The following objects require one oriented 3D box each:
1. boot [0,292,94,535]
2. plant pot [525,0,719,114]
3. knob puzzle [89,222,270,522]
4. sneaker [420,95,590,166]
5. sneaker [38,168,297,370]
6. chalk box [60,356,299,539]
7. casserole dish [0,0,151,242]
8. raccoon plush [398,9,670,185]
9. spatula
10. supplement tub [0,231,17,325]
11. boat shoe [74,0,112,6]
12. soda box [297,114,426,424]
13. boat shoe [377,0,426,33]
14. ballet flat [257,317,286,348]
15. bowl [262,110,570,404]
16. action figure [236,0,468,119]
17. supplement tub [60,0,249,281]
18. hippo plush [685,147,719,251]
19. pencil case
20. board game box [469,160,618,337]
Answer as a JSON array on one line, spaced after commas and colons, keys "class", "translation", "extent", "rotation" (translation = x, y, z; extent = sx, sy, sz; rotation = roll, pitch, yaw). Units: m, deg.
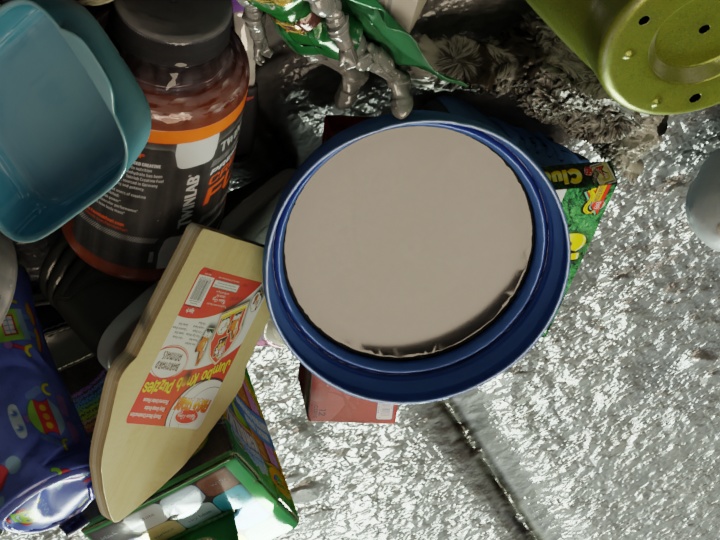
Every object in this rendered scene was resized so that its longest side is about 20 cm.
[{"class": "boot", "translation": [-0.245, 0.107, 1.535], "extent": [0.203, 0.154, 0.074], "rotation": [-19, 145, -1]}, {"class": "plant pot", "translation": [0.165, -0.200, 1.311], "extent": [0.200, 0.193, 0.201], "rotation": [-13, 144, -10]}, {"class": "knob puzzle", "translation": [-0.124, 0.066, 1.445], "extent": [0.220, 0.030, 0.220], "rotation": [-52, 160, -29]}, {"class": "sneaker", "translation": [0.107, -0.078, 1.556], "extent": [0.078, 0.066, 0.200], "rotation": [-37, 143, 7]}, {"class": "sneaker", "translation": [-0.130, -0.025, 1.502], "extent": [0.200, 0.099, 0.071], "rotation": [-41, 155, -28]}, {"class": "chalk box", "translation": [-0.130, 0.140, 1.595], "extent": [0.125, 0.200, 0.124], "rotation": [-26, 144, 7]}, {"class": "casserole dish", "translation": [-0.186, -0.092, 1.325], "extent": [0.039, 0.121, 0.200], "rotation": [-35, -177, -37]}, {"class": "raccoon plush", "translation": [0.123, -0.123, 1.509], "extent": [0.199, 0.097, 0.134], "rotation": [8, 152, 1]}, {"class": "spatula", "translation": [-0.074, -0.131, 1.426], "extent": [0.056, 0.021, 0.200], "rotation": [-10, 143, -14]}, {"class": "supplement tub", "translation": [-0.311, -0.022, 1.364], "extent": [0.122, 0.123, 0.200], "rotation": [-32, 143, 15]}, {"class": "boat shoe", "translation": [-0.089, -0.210, 1.276], "extent": [0.200, 0.071, 0.063], "rotation": [-27, 155, 0]}, {"class": "soda box", "translation": [0.000, 0.000, 1.518], "extent": [0.063, 0.070, 0.201], "rotation": [3, 114, -9]}, {"class": "boat shoe", "translation": [0.011, -0.190, 1.334], "extent": [0.200, 0.068, 0.072], "rotation": [47, 67, -83]}, {"class": "ballet flat", "translation": [-0.014, 0.012, 1.598], "extent": [0.200, 0.071, 0.069], "rotation": [-36, 146, 21]}, {"class": "bowl", "translation": [0.034, -0.010, 1.458], "extent": [0.200, 0.039, 0.201], "rotation": [-4, 115, -9]}, {"class": "action figure", "translation": [-0.028, -0.146, 1.329], "extent": [0.118, 0.055, 0.200], "rotation": [9, 165, 28]}, {"class": "supplement tub", "translation": [-0.125, -0.092, 1.379], "extent": [0.107, 0.107, 0.200], "rotation": [-7, 142, -19]}, {"class": "hippo plush", "translation": [0.329, -0.039, 1.630], "extent": [0.200, 0.160, 0.161], "rotation": [-38, 142, 23]}, {"class": "pencil case", "translation": [-0.229, 0.075, 1.468], "extent": [0.087, 0.200, 0.078], "rotation": [-16, 154, -24]}, {"class": "board game box", "translation": [0.103, -0.007, 1.569], "extent": [0.104, 0.024, 0.200], "rotation": [-9, 149, -16]}]
